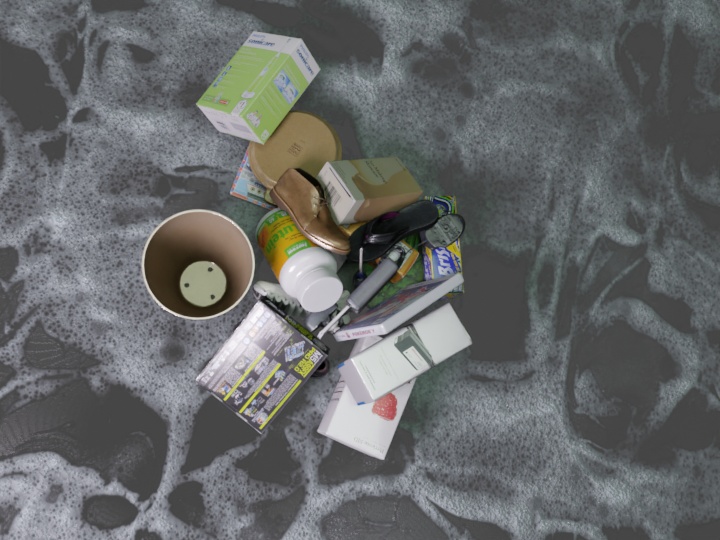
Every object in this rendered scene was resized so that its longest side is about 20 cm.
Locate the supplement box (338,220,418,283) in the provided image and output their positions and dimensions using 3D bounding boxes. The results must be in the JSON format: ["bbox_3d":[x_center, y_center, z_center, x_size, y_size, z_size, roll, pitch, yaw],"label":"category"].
[{"bbox_3d":[0.016,-0.063,1.466,0.200,0.067,0.069,40,71,-2],"label":"supplement box"}]

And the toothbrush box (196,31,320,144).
[{"bbox_3d":[-0.198,-0.359,1.447,0.145,0.086,0.201,21,72,38],"label":"toothbrush box"}]

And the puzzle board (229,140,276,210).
[{"bbox_3d":[-0.143,-0.186,1.495,0.199,0.017,0.151,21,76,-5],"label":"puzzle board"}]

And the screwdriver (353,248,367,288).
[{"bbox_3d":[0.000,0.000,1.383,0.028,0.200,0.029,6,75,1],"label":"screwdriver"}]

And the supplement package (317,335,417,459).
[{"bbox_3d":[0.018,0.234,1.388,0.121,0.120,0.201,25,76,-6],"label":"supplement package"}]

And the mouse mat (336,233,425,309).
[{"bbox_3d":[0.060,-0.012,1.502,0.161,0.008,0.200,34,75,-2],"label":"mouse mat"}]

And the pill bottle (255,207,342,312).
[{"bbox_3d":[-0.111,-0.020,1.374,0.111,0.111,0.200,-23,49,-13],"label":"pill bottle"}]

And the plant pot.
[{"bbox_3d":[-0.288,0.008,1.337,0.186,0.200,0.188,2,78,-10],"label":"plant pot"}]

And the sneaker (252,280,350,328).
[{"bbox_3d":[-0.110,0.052,1.431,0.199,0.075,0.081,19,69,-14],"label":"sneaker"}]

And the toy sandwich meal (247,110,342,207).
[{"bbox_3d":[-0.126,-0.217,1.465,0.204,0.070,0.206,1,72,-3],"label":"toy sandwich meal"}]

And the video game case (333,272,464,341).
[{"bbox_3d":[0.068,0.068,1.367,0.200,0.182,0.023,-31,97,-30],"label":"video game case"}]

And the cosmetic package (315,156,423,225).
[{"bbox_3d":[0.016,-0.156,1.429,0.199,0.071,0.105,-15,62,-46],"label":"cosmetic package"}]

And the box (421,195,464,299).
[{"bbox_3d":[0.160,-0.044,1.486,0.064,0.070,0.201,-2,77,-9],"label":"box"}]

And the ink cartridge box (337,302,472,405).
[{"bbox_3d":[0.073,0.146,1.278,0.199,0.145,0.085,-27,84,-16],"label":"ink cartridge box"}]

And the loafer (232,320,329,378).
[{"bbox_3d":[-0.147,0.144,1.405,0.199,0.063,0.072,25,77,-4],"label":"loafer"}]

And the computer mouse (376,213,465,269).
[{"bbox_3d":[0.116,-0.047,1.433,0.199,0.034,0.059,-30,79,-6],"label":"computer mouse"}]

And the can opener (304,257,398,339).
[{"bbox_3d":[-0.019,0.046,1.369,0.067,0.053,0.200,42,79,8],"label":"can opener"}]

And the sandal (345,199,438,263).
[{"bbox_3d":[0.055,-0.084,1.405,0.200,0.048,0.075,-30,62,-9],"label":"sandal"}]

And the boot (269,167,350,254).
[{"bbox_3d":[-0.082,-0.109,1.349,0.200,0.074,0.076,45,114,19],"label":"boot"}]

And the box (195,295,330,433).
[{"bbox_3d":[-0.179,0.173,1.361,0.160,0.044,0.200,39,100,-4],"label":"box"}]
